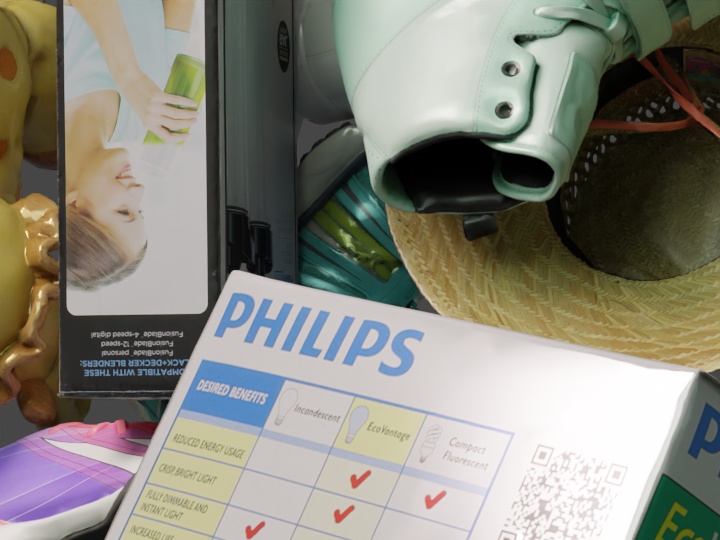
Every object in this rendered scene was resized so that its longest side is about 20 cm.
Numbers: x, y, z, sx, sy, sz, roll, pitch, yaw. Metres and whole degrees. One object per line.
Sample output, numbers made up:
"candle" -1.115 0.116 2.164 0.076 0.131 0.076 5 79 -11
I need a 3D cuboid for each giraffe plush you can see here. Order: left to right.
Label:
"giraffe plush" -0.156 -0.017 1.084 0.200 0.172 0.162 -27 65 53

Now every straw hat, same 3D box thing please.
"straw hat" 0.111 -0.028 1.052 0.201 0.085 0.201 -7 58 12

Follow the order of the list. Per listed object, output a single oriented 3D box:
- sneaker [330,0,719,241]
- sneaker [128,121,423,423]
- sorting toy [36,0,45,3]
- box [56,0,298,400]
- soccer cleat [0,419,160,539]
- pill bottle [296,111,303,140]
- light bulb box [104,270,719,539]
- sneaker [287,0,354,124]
"sneaker" 0.089 -0.078 0.991 0.200 0.074 0.118 -19 50 15
"sneaker" 0.000 0.000 1.117 0.200 0.078 0.080 -35 66 5
"sorting toy" -0.150 -0.149 1.228 0.180 0.107 0.200 -30 41 41
"box" -0.063 -0.055 1.036 0.060 0.117 0.200 0 88 12
"soccer cleat" -0.080 0.076 1.032 0.200 0.068 0.073 -18 43 19
"pill bottle" -0.039 -0.139 1.203 0.111 0.111 0.200 -4 54 25
"light bulb box" 0.020 0.126 0.871 0.198 0.125 0.200 11 71 44
"sneaker" 0.044 -0.125 1.146 0.085 0.073 0.200 -15 28 35
